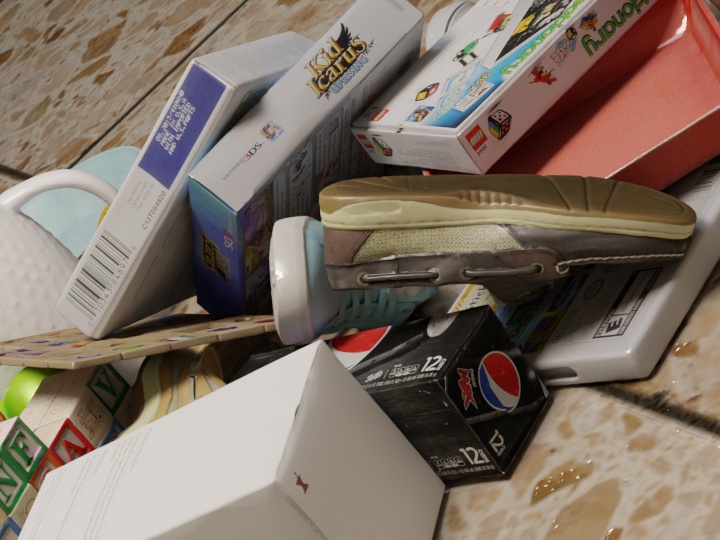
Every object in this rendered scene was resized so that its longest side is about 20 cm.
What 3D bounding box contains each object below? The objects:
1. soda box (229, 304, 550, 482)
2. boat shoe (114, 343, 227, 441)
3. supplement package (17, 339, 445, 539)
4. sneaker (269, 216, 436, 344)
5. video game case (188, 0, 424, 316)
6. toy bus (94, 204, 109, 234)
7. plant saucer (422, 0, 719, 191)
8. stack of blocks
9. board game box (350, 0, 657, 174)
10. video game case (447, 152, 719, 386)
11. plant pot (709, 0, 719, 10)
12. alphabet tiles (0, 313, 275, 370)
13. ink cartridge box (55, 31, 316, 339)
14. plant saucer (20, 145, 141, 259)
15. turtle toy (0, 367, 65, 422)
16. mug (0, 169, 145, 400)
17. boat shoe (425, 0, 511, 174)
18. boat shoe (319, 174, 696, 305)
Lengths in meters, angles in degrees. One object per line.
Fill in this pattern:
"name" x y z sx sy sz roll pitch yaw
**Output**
"soda box" 0.005 0.077 1.324 0.200 0.071 0.063 -14 30 45
"boat shoe" -0.095 0.094 1.452 0.076 0.072 0.200 -18 23 13
"supplement package" -0.074 0.146 1.259 0.200 0.117 0.117 -26 25 29
"sneaker" 0.000 0.000 1.396 0.082 0.074 0.200 -7 4 12
"video game case" -0.036 -0.068 1.544 0.181 0.045 0.200 -49 -14 -20
"toy bus" -0.096 -0.059 1.732 0.200 0.065 0.078 -29 25 22
"plant saucer" 0.132 -0.075 1.393 0.200 0.037 0.200 -32 22 11
"stack of blocks" -0.196 0.144 1.449 0.058 0.115 0.200 -20 29 37
"board game box" 0.098 -0.139 1.477 0.200 0.035 0.126 -44 25 -18
"video game case" 0.136 -0.011 1.351 0.182 0.023 0.200 -9 38 50
"plant pot" 0.244 -0.225 1.379 0.200 0.174 0.200 -30 24 15
"alphabet tiles" -0.155 0.044 1.523 0.167 0.008 0.200 -11 5 -33
"ink cartridge box" -0.094 -0.061 1.555 0.200 0.041 0.200 -59 -15 22
"plant saucer" -0.239 -0.018 1.908 0.201 0.039 0.201 -32 23 16
"turtle toy" -0.253 0.131 1.554 0.101 0.146 0.200 13 48 37
"mug" -0.238 0.016 1.669 0.200 0.175 0.148 -40 23 -2
"boat shoe" 0.082 -0.119 1.571 0.066 0.072 0.200 -23 28 22
"boat shoe" 0.077 -0.015 1.275 0.199 0.065 0.073 3 17 7
